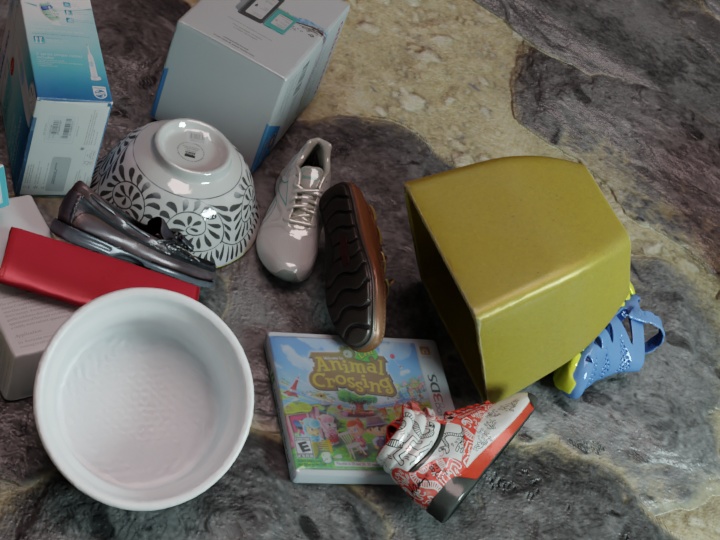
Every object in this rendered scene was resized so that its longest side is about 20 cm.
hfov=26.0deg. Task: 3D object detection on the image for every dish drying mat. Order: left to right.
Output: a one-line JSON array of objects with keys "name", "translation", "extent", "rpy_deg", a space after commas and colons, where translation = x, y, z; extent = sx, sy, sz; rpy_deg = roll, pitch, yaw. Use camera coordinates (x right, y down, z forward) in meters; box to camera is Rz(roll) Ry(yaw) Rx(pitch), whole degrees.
[{"name": "dish drying mat", "translation": [-0.257, 0.014, 1.540], "extent": [0.199, 0.018, 0.077], "rpy_deg": [19, 38, -15]}]

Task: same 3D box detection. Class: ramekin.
[{"name": "ramekin", "translation": [-0.204, 0.123, 1.449], "extent": [0.199, 0.098, 0.202], "rpy_deg": [2, 79, -13]}]

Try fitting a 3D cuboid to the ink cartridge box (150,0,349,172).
[{"name": "ink cartridge box", "translation": [-0.129, -0.251, 1.853], "extent": [0.145, 0.147, 0.200], "rpy_deg": [29, 40, 5]}]

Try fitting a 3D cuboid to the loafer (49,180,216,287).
[{"name": "loafer", "translation": [-0.225, -0.035, 1.617], "extent": [0.199, 0.063, 0.072], "rpy_deg": [21, 1, -38]}]

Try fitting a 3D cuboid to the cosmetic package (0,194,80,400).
[{"name": "cosmetic package", "translation": [-0.342, 0.024, 1.554], "extent": [0.101, 0.074, 0.201], "rpy_deg": [-11, 52, -33]}]

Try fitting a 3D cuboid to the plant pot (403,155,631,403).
[{"name": "plant pot", "translation": [0.181, -0.009, 1.681], "extent": [0.199, 0.196, 0.195], "rpy_deg": [-23, 56, -5]}]

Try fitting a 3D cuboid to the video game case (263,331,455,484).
[{"name": "video game case", "translation": [0.007, 0.144, 1.634], "extent": [0.198, 0.022, 0.183], "rpy_deg": [4, 47, -21]}]

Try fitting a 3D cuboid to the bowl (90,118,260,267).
[{"name": "bowl", "translation": [-0.195, -0.105, 1.727], "extent": [0.199, 0.095, 0.202], "rpy_deg": [13, 45, -14]}]

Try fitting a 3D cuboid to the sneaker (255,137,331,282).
[{"name": "sneaker", "translation": [-0.071, -0.073, 1.764], "extent": [0.070, 0.080, 0.201], "rpy_deg": [17, 45, -11]}]

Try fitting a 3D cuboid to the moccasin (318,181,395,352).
[{"name": "moccasin", "translation": [-0.001, 0.001, 1.703], "extent": [0.078, 0.073, 0.203], "rpy_deg": [33, 33, -44]}]

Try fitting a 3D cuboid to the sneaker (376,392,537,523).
[{"name": "sneaker", "translation": [0.097, 0.160, 1.596], "extent": [0.108, 0.067, 0.201], "rpy_deg": [38, 47, 9]}]

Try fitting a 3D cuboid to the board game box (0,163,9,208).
[{"name": "board game box", "translation": [-0.474, -0.089, 1.558], "extent": [0.199, 0.047, 0.150], "rpy_deg": [23, 36, 37]}]

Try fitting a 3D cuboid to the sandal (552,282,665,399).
[{"name": "sandal", "translation": [0.290, 0.086, 1.781], "extent": [0.087, 0.080, 0.200], "rpy_deg": [38, 46, 9]}]

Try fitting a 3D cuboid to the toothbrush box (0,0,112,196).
[{"name": "toothbrush box", "translation": [-0.341, -0.203, 1.715], "extent": [0.085, 0.147, 0.201], "rpy_deg": [2, 49, -23]}]
